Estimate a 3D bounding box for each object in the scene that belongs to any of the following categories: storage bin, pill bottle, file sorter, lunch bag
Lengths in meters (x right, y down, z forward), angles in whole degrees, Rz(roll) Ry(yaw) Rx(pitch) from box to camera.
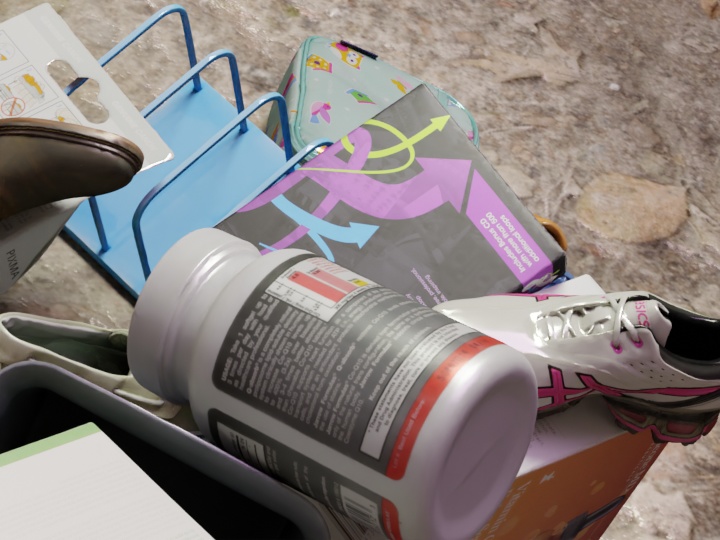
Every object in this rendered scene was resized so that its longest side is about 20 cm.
[{"bbox_3d":[-0.124,0.143,1.407,0.199,0.146,0.134,28,3,-1],"label":"storage bin"},{"bbox_3d":[-0.017,0.057,1.371,0.199,0.117,0.116,26,26,27],"label":"pill bottle"},{"bbox_3d":[-0.091,-0.047,1.657,0.139,0.123,0.200,-41,68,-17],"label":"file sorter"},{"bbox_3d":[0.012,-0.083,1.900,0.159,0.077,0.200,23,30,-10],"label":"lunch bag"}]

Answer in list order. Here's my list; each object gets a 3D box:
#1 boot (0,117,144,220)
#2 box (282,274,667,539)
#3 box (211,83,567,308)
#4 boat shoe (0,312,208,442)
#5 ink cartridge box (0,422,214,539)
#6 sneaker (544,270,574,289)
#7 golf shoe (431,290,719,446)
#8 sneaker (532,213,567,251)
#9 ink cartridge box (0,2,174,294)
[{"bbox_3d":[-0.222,-0.028,1.507,0.198,0.075,0.098,-4,61,12],"label":"boot"},{"bbox_3d":[0.069,0.110,1.523,0.199,0.153,0.107,-18,58,-40],"label":"box"},{"bbox_3d":[0.000,0.000,1.539,0.199,0.036,0.143,-36,70,-10],"label":"box"},{"bbox_3d":[-0.140,0.068,1.558,0.199,0.062,0.072,6,37,-36],"label":"boat shoe"},{"bbox_3d":[-0.108,0.161,1.238,0.200,0.048,0.145,41,26,18],"label":"ink cartridge box"},{"bbox_3d":[0.050,0.038,1.668,0.199,0.071,0.078,-13,6,-35],"label":"sneaker"},{"bbox_3d":[0.125,0.037,1.443,0.199,0.092,0.073,8,49,-23],"label":"golf shoe"},{"bbox_3d":[0.048,0.031,1.569,0.200,0.084,0.073,-49,116,-25],"label":"sneaker"},{"bbox_3d":[-0.236,-0.062,1.601,0.199,0.050,0.162,-28,56,-22],"label":"ink cartridge box"}]
